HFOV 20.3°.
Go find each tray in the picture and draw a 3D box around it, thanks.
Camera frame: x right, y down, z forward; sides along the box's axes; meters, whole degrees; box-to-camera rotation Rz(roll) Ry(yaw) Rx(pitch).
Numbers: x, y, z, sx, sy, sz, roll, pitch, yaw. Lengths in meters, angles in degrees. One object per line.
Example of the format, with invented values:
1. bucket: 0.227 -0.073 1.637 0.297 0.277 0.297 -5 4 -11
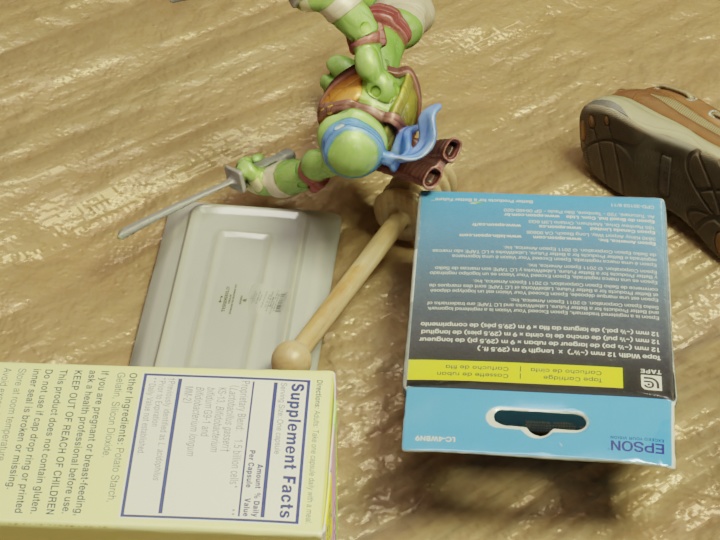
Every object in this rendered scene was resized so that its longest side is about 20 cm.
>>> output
1. tray: -0.074 0.024 1.154 0.107 0.022 0.200 5 43 4

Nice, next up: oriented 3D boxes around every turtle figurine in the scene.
1. turtle figurine: -0.035 -0.119 1.194 0.200 0.144 0.194 -4 20 15

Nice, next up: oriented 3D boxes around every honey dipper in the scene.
1. honey dipper: 0.000 0.000 1.161 0.038 0.038 0.200 18 44 19

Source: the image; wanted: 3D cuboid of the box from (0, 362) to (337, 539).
1. box: -0.111 0.136 0.921 0.200 0.176 0.097 2 44 3

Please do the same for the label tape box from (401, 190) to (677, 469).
1. label tape box: 0.098 0.044 1.102 0.143 0.066 0.200 2 45 4

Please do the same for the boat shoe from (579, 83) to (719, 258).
1. boat shoe: 0.223 -0.060 1.206 0.072 0.076 0.200 -31 53 -31
